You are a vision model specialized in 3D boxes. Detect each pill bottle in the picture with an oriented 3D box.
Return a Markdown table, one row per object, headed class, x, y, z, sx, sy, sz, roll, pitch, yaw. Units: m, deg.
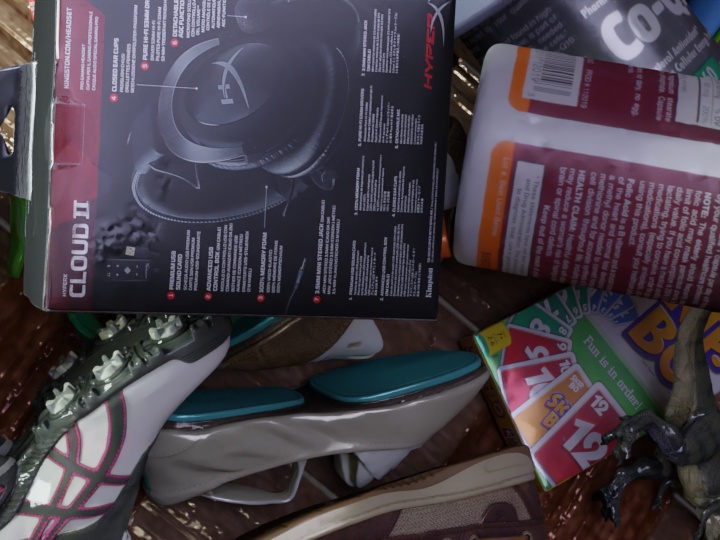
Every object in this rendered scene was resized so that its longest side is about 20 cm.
| class | x | y | z | sx | sy | sz | roll | pitch | yaw |
| --- | --- | --- | --- | --- | --- | --- | --- | --- | --- |
| pill bottle | 0.152 | -0.042 | 0.897 | 0.198 | 0.114 | 0.115 | 11 | 75 | 6 |
| pill bottle | 0.114 | -0.144 | 0.994 | 0.113 | 0.113 | 0.201 | -42 | 97 | -22 |

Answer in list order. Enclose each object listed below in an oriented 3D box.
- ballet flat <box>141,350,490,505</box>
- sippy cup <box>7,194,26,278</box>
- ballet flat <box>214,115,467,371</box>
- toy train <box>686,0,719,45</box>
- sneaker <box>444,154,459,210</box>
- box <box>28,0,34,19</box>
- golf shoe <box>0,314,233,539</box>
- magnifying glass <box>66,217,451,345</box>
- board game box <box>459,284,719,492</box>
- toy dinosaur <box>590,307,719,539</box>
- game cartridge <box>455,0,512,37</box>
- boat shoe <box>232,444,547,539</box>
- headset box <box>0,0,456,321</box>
| class | x | y | z | sx | sy | sz | roll | pitch | yaw |
| --- | --- | --- | --- | --- | --- | --- | --- | --- | --- |
| ballet flat | -0.024 | 0.086 | 0.933 | 0.198 | 0.069 | 0.070 | -7 | 82 | -20 |
| sippy cup | -0.254 | -0.012 | 0.827 | 0.176 | 0.139 | 0.132 | -4 | 92 | 17 |
| ballet flat | 0.000 | 0.000 | 0.959 | 0.200 | 0.068 | 0.073 | -50 | 118 | -25 |
| toy train | 0.245 | -0.191 | 1.079 | 0.115 | 0.085 | 0.201 | 36 | 69 | 3 |
| sneaker | -0.034 | -0.086 | 0.870 | 0.198 | 0.073 | 0.117 | 2 | 96 | -28 |
| box | -0.137 | -0.138 | 0.894 | 0.050 | 0.075 | 0.202 | -18 | 103 | -22 |
| golf shoe | -0.130 | 0.090 | 0.859 | 0.199 | 0.077 | 0.088 | -38 | 107 | 8 |
| magnifying glass | -0.053 | -0.001 | 0.906 | 0.198 | 0.022 | 0.080 | -11 | 56 | 4 |
| board game box | 0.160 | 0.041 | 1.027 | 0.199 | 0.030 | 0.096 | -26 | 90 | -26 |
| toy dinosaur | 0.173 | 0.097 | 0.984 | 0.087 | 0.047 | 0.202 | -22 | 123 | -16 |
| game cartridge | 0.004 | -0.174 | 0.927 | 0.198 | 0.042 | 0.134 | -23 | 92 | 6 |
| boat shoe | 0.012 | 0.149 | 0.927 | 0.198 | 0.072 | 0.073 | -14 | 84 | -29 |
| headset box | -0.064 | -0.057 | 0.789 | 0.198 | 0.077 | 0.151 | 1 | 94 | -17 |
